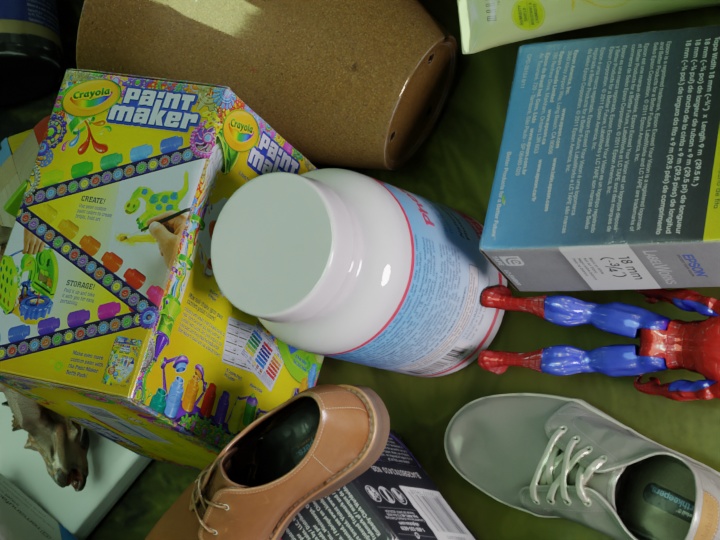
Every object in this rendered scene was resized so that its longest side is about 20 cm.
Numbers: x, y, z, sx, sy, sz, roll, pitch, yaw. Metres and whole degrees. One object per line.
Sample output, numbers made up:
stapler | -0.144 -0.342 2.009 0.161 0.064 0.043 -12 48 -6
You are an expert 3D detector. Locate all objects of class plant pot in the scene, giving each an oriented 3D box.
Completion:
plant pot | -0.046 -0.145 1.278 0.200 0.186 0.187 28 96 16

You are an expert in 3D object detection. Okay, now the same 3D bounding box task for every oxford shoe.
oxford shoe | 0.132 0.118 1.181 0.200 0.058 0.075 19 93 33
oxford shoe | -0.076 0.131 1.151 0.200 0.071 0.071 -46 61 17

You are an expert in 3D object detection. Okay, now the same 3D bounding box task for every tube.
tube | 0.154 -0.176 1.191 0.199 0.052 0.058 -4 56 13

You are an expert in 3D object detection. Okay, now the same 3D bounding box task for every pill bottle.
pill bottle | 0.000 0.000 1.195 0.108 0.200 0.109 -6 79 29
pill bottle | -0.280 -0.226 1.451 0.112 0.112 0.201 -18 73 26

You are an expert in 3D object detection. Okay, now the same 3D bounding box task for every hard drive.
hard drive | -0.194 0.096 1.393 0.200 0.026 0.132 -50 61 14

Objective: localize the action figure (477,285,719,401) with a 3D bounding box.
action figure | 0.167 0.041 1.178 0.199 0.052 0.066 5 88 34

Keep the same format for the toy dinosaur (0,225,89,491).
toy dinosaur | -0.206 0.036 1.310 0.086 0.135 0.201 22 96 25

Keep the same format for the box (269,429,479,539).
box | -0.043 0.197 1.230 0.200 0.122 0.106 -47 61 15

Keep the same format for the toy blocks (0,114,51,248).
toy blocks | -0.216 -0.052 1.390 0.200 0.100 0.137 -48 34 14

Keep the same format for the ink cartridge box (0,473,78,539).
ink cartridge box | -0.247 0.214 1.278 0.146 0.200 0.084 40 102 3

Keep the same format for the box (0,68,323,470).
box | -0.110 0.008 1.237 0.122 0.200 0.193 9 74 29

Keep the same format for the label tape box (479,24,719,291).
label tape box | 0.180 -0.065 1.159 0.199 0.063 0.145 -2 62 30
